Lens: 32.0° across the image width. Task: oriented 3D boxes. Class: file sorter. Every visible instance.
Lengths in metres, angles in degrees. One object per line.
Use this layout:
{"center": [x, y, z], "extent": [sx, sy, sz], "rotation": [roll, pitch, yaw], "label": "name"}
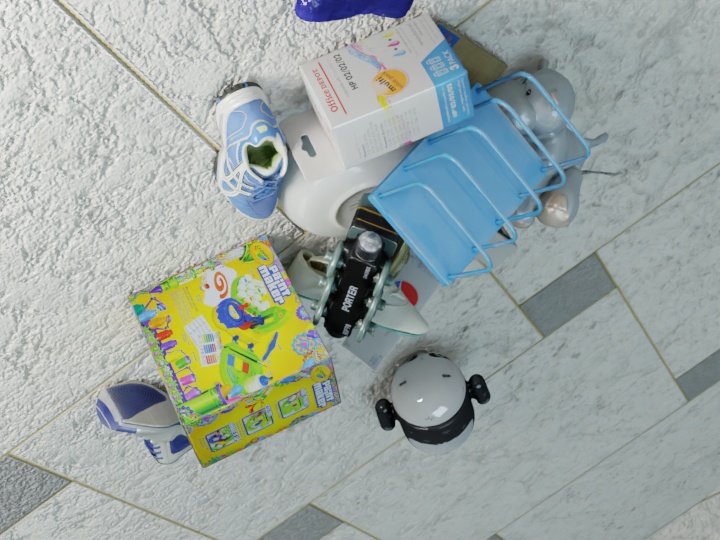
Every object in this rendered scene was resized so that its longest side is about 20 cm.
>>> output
{"center": [0.138, -0.105, 1.404], "extent": [0.200, 0.139, 0.122], "rotation": [-47, -166, -21], "label": "file sorter"}

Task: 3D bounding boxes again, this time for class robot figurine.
{"center": [0.115, 0.211, 1.986], "extent": [0.150, 0.124, 0.200], "rotation": [-49, 151, -16], "label": "robot figurine"}

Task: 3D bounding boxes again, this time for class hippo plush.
{"center": [0.224, -0.157, 1.547], "extent": [0.198, 0.160, 0.162], "rotation": [-11, 135, 2], "label": "hippo plush"}

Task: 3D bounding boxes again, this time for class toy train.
{"center": [0.000, 0.000, 1.488], "extent": [0.085, 0.115, 0.201], "rotation": [21, 145, 1], "label": "toy train"}

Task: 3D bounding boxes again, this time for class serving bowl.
{"center": [-0.001, -0.100, 1.504], "extent": [0.198, 0.066, 0.201], "rotation": [-16, 151, -9], "label": "serving bowl"}

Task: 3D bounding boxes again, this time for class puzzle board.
{"center": [0.065, -0.201, 1.495], "extent": [0.200, 0.017, 0.150], "rotation": [-46, 143, 20], "label": "puzzle board"}

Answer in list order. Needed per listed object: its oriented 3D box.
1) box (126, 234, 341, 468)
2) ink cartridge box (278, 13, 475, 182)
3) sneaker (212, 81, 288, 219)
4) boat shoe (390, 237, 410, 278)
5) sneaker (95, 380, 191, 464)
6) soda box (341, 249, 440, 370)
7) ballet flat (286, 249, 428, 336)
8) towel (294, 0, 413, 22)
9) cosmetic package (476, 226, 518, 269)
{"center": [-0.154, 0.097, 1.543], "extent": [0.191, 0.201, 0.122], "rotation": [-24, 147, -9], "label": "box"}
{"center": [0.009, -0.187, 1.363], "extent": [0.199, 0.116, 0.068], "rotation": [-23, 139, -4], "label": "ink cartridge box"}
{"center": [-0.120, -0.115, 1.403], "extent": [0.075, 0.077, 0.201], "rotation": [-24, 148, -13], "label": "sneaker"}
{"center": [0.019, -0.006, 1.670], "extent": [0.063, 0.073, 0.201], "rotation": [-13, 146, -45], "label": "boat shoe"}
{"center": [-0.275, 0.216, 1.715], "extent": [0.198, 0.081, 0.115], "rotation": [5, 131, -44], "label": "sneaker"}
{"center": [0.055, 0.042, 1.742], "extent": [0.200, 0.063, 0.068], "rotation": [-54, 178, 32], "label": "soda box"}
{"center": [-0.002, 0.025, 1.611], "extent": [0.069, 0.198, 0.070], "rotation": [19, 90, -81], "label": "ballet flat"}
{"center": [0.019, -0.341, 1.249], "extent": [0.147, 0.050, 0.201], "rotation": [-12, 143, -39], "label": "towel"}
{"center": [0.130, -0.074, 1.656], "extent": [0.051, 0.083, 0.200], "rotation": [-43, 146, 14], "label": "cosmetic package"}
